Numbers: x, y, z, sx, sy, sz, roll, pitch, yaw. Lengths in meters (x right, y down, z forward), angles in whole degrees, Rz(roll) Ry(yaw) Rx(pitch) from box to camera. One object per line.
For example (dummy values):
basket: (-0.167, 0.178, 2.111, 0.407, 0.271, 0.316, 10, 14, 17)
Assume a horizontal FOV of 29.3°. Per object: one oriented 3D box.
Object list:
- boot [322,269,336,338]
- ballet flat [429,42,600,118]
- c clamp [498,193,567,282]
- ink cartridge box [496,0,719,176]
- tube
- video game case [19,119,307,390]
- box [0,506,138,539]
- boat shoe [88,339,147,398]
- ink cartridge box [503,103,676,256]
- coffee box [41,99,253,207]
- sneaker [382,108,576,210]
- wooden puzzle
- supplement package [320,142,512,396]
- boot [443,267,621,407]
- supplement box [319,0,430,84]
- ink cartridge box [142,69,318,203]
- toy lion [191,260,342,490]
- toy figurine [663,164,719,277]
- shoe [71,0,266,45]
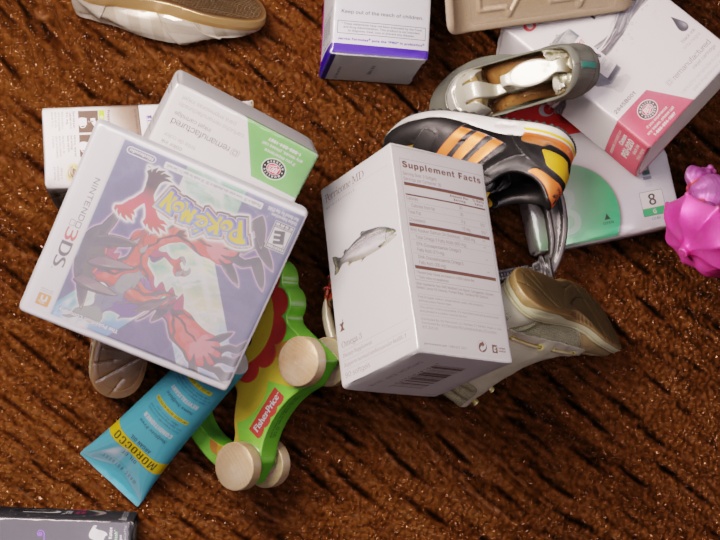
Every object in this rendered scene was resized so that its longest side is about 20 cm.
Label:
boot: (0.000, 0.000, 1.357, 0.075, 0.107, 0.201, -12, 81, 26)
ballet flat: (0.140, -0.186, 1.369, 0.199, 0.064, 0.068, -12, 89, 35)
c clamp: (0.120, -0.014, 1.402, 0.199, 0.027, 0.172, -16, 78, 10)
ink cartridge box: (0.259, -0.221, 1.416, 0.200, 0.085, 0.146, 41, 79, 14)
tube: (-0.186, 0.141, 1.319, 0.077, 0.050, 0.200, 45, 115, 3)
video game case: (-0.172, -0.010, 1.209, 0.199, 0.023, 0.183, 23, 101, -14)
box: (-0.311, 0.276, 1.281, 0.199, 0.122, 0.107, 3, 83, -8)
boat shoe: (-0.225, 0.022, 1.346, 0.072, 0.072, 0.201, 12, 91, -22)
ink cartridge box: (0.235, -0.127, 1.443, 0.160, 0.050, 0.201, -12, 87, -9)
coffee box: (-0.204, -0.112, 1.345, 0.199, 0.114, 0.080, -3, 84, -8)
sneaker: (0.110, -0.103, 1.369, 0.199, 0.070, 0.090, 6, 55, 19)
wooden puzzle: (0.170, -0.335, 1.338, 0.199, 0.046, 0.186, -11, 118, -9)
supplement package: (0.049, 0.003, 1.278, 0.117, 0.117, 0.201, 9, 64, -36)
boot: (0.160, 0.078, 1.387, 0.155, 0.200, 0.072, -41, 54, 23)
supplement box: (0.016, -0.302, 1.404, 0.103, 0.101, 0.201, 3, 84, -8)
ink cartridge box: (-0.148, -0.058, 1.257, 0.145, 0.088, 0.201, 27, 101, -14)
toy lion: (-0.113, 0.083, 1.334, 0.192, 0.069, 0.200, 41, 109, 29)
toy figurine: (0.395, -0.061, 1.401, 0.183, 0.150, 0.201, 5, 61, -16)
shoe: (-0.196, -0.268, 1.401, 0.199, 0.053, 0.070, 9, 50, -11)
